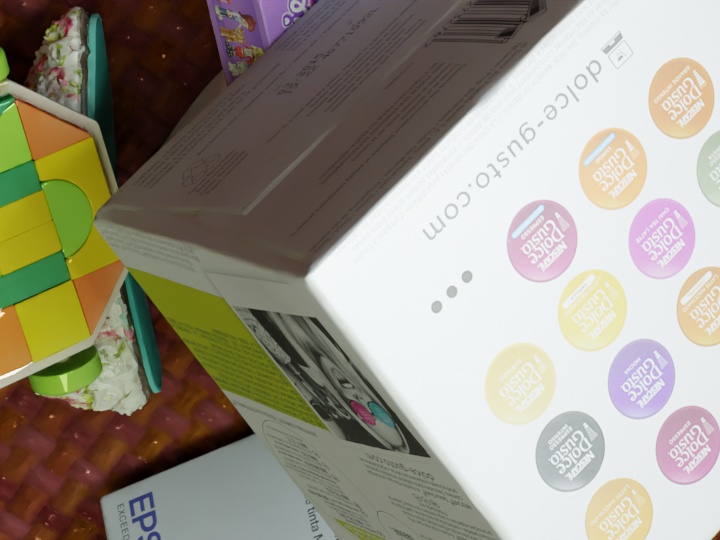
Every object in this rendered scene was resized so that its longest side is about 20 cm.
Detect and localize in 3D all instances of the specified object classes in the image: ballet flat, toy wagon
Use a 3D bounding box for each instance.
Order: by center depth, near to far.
[{"bbox_3d":[-0.193,0.002,1.251,0.200,0.040,0.155,-25,114,-21],"label":"toy wagon"},{"bbox_3d":[-0.134,-0.021,1.343,0.064,0.076,0.200,-6,114,3],"label":"ballet flat"}]

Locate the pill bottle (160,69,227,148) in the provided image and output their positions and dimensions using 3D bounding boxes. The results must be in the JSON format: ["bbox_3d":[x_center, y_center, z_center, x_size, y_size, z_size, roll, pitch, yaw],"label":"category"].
[{"bbox_3d":[0.000,0.000,1.328,0.200,0.116,0.116,36,112,-14],"label":"pill bottle"}]

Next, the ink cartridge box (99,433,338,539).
[{"bbox_3d":[-0.012,0.156,1.370,0.200,0.197,0.043,-24,144,12],"label":"ink cartridge box"}]

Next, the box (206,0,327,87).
[{"bbox_3d":[-0.012,-0.170,1.242,0.137,0.039,0.200,-31,122,-34],"label":"box"}]

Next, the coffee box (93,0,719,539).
[{"bbox_3d":[0.056,-0.003,1.163,0.200,0.200,0.198,-44,114,-17],"label":"coffee box"}]
